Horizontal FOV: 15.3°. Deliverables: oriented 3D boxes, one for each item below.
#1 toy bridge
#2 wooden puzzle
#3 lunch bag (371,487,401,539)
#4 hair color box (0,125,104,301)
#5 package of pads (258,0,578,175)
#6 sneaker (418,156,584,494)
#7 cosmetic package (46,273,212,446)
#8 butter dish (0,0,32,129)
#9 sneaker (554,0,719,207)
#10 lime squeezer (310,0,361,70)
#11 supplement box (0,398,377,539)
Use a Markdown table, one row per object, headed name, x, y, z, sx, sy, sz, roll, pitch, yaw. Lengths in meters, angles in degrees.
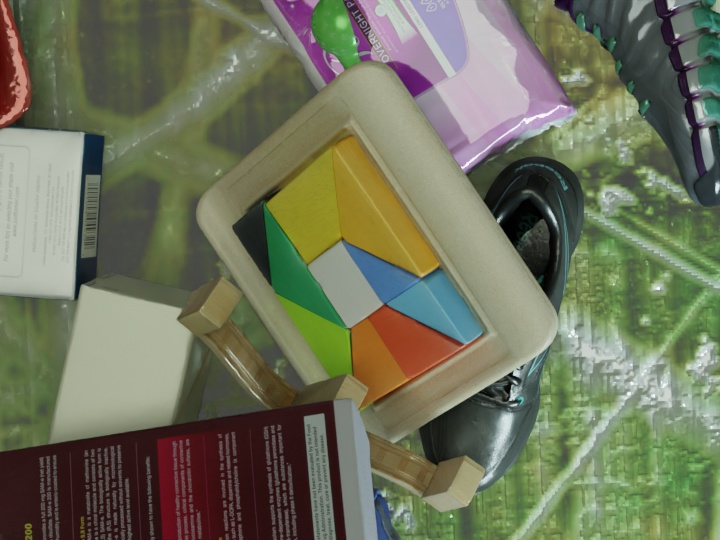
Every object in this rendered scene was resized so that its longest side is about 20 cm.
| name | x | y | z | sx | sy | sz | roll | pitch | yaw |
| --- | --- | --- | --- | --- | --- | --- | --- | --- | --- |
| toy bridge | -0.021 | 0.076 | 1.502 | 0.200 | 0.067 | 0.027 | 37 | 64 | -18 |
| wooden puzzle | 0.000 | 0.000 | 1.497 | 0.185 | 0.037 | 0.200 | 56 | 141 | 2 |
| lunch bag | -0.021 | 0.225 | 1.518 | 0.132 | 0.136 | 0.200 | -10 | 91 | 7 |
| hair color box | -0.255 | -0.038 | 1.568 | 0.200 | 0.061 | 0.100 | 4 | 91 | 6 |
| package of pads | 0.022 | -0.140 | 1.523 | 0.120 | 0.076 | 0.200 | -33 | 89 | 6 |
| sneaker | 0.074 | 0.032 | 1.526 | 0.075 | 0.079 | 0.200 | 13 | 96 | 4 |
| cosmetic package | -0.139 | 0.108 | 1.543 | 0.073 | 0.104 | 0.200 | 14 | 96 | 4 |
| butter dish | -0.300 | -0.145 | 1.464 | 0.200 | 0.148 | 0.200 | -18 | 97 | -3 |
| sneaker | 0.160 | -0.129 | 1.520 | 0.087 | 0.074 | 0.200 | -12 | 82 | 21 |
| lime squeezer | 0.012 | -0.155 | 1.467 | 0.071 | 0.038 | 0.200 | 13 | 95 | 7 |
| supplement box | -0.093 | 0.142 | 1.438 | 0.200 | 0.061 | 0.109 | -8 | 61 | 5 |
